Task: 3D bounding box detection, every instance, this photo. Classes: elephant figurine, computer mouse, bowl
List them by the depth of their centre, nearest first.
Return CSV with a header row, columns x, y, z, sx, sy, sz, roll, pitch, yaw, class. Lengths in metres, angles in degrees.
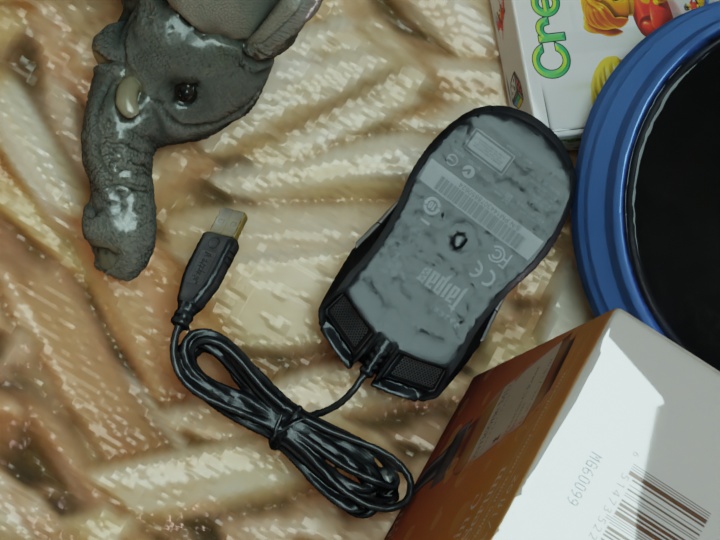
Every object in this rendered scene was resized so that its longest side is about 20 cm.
x,y,z,sx,sy,sz,roll,pitch,yaw,class
-0.076,-0.126,1.312,0.201,0.154,0.141,62,29,-7,elephant figurine
0.000,0.000,1.338,0.140,0.046,0.201,31,78,-2,computer mouse
0.195,-0.029,1.368,0.199,0.039,0.202,0,91,-21,bowl

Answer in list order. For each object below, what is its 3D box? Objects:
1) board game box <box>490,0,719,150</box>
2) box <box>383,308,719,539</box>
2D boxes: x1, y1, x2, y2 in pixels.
x,y,z,sx,sy,sz,roll,pitch,yaw,class
0.120,-0.161,1.402,0.125,0.035,0.202,-8,81,-16,board game box
0.085,0.120,1.249,0.106,0.200,0.153,32,73,-8,box
